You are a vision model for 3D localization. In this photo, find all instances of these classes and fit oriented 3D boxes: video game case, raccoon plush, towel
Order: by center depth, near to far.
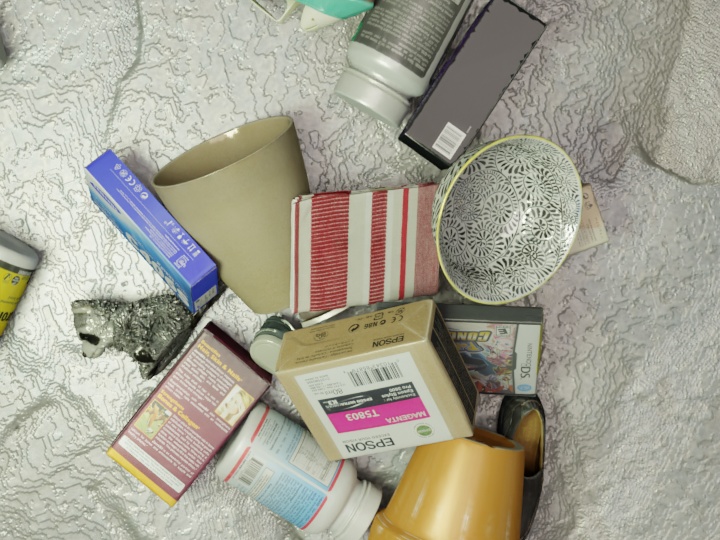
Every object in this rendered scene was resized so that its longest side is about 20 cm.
[{"bbox_3d":[0.007,-0.028,1.407,0.197,0.023,0.146,-7,110,-24],"label":"towel"},{"bbox_3d":[0.122,0.099,1.432,0.197,0.182,0.026,2,57,7],"label":"video game case"},{"bbox_3d":[-0.270,0.042,1.475,0.134,0.097,0.200,39,62,7],"label":"raccoon plush"}]

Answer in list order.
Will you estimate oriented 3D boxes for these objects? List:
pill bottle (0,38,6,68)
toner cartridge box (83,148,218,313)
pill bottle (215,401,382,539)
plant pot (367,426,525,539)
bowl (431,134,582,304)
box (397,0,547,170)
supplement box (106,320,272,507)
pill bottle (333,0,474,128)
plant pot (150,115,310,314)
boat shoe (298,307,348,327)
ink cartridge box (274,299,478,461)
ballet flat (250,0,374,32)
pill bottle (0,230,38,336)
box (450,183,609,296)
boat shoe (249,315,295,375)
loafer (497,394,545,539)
[{"bbox_3d":[-0.538,-0.255,1.399,0.198,0.111,0.113,-25,96,-1],"label":"pill bottle"},{"bbox_3d":[-0.252,-0.046,1.412,0.043,0.095,0.200,-39,77,-20],"label":"toner cartridge box"},{"bbox_3d":[-0.076,0.261,1.474,0.199,0.109,0.110,34,92,-6],"label":"pill bottle"},{"bbox_3d":[0.121,0.291,1.445,0.197,0.200,0.186,15,92,-5],"label":"plant pot"},{"bbox_3d":[0.153,-0.072,1.364,0.198,0.094,0.204,-11,115,-23],"label":"bowl"},{"bbox_3d":[0.133,-0.227,1.427,0.078,0.141,0.201,33,92,-1],"label":"box"},{"bbox_3d":[-0.213,0.178,1.469,0.110,0.086,0.201,39,92,-5],"label":"supplement box"},{"bbox_3d":[0.053,-0.286,1.431,0.112,0.113,0.202,28,92,-5],"label":"pill bottle"},{"bbox_3d":[-0.130,-0.056,1.421,0.185,0.188,0.202,-23,110,-1],"label":"plant pot"},{"bbox_3d":[0.000,0.000,1.474,0.198,0.072,0.060,-32,100,-5],"label":"boat shoe"},{"bbox_3d":[0.022,0.134,1.384,0.197,0.076,0.166,-14,125,21],"label":"ink cartridge box"},{"bbox_3d":[-0.073,-0.331,1.426,0.198,0.067,0.071,24,106,19],"label":"ballet flat"},{"bbox_3d":[-0.486,0.048,1.429,0.110,0.111,0.202,28,93,-5],"label":"pill bottle"},{"bbox_3d":[0.201,-0.039,1.473,0.197,0.095,0.079,-20,94,-3],"label":"box"},{"bbox_3d":[-0.046,0.124,1.482,0.198,0.062,0.073,32,130,-14],"label":"boat shoe"},{"bbox_3d":[0.204,0.259,1.509,0.072,0.072,0.204,0,96,-4],"label":"loafer"}]
